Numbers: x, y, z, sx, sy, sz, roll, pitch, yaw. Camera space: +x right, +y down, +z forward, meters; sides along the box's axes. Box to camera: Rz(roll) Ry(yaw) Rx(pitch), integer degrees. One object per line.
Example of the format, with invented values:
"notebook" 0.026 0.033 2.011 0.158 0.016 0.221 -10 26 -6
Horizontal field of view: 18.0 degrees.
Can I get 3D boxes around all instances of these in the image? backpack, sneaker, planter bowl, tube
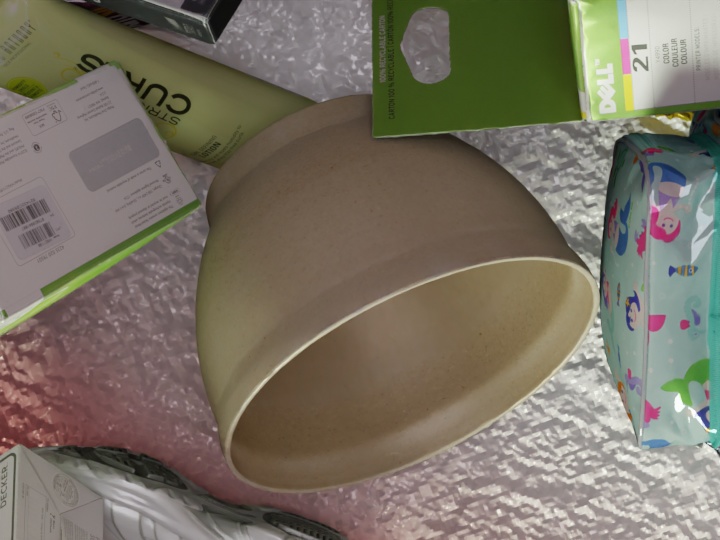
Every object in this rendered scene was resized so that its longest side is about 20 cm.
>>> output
"backpack" 0.191 0.000 1.101 0.149 0.200 0.179 2 107 6
"sneaker" -0.100 0.156 1.172 0.199 0.078 0.100 22 95 2
"planter bowl" 0.000 0.000 1.122 0.199 0.200 0.135 -28 64 1
"tube" -0.109 -0.090 1.128 0.199 0.052 0.058 20 101 -35

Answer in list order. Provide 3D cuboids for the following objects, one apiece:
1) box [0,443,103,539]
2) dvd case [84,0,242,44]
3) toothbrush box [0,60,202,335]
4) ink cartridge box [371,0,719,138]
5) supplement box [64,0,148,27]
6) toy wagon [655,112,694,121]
"box" -0.217 0.187 1.118 0.199 0.117 0.060 -33 130 23
"dvd case" -0.121 -0.197 1.069 0.199 0.025 0.151 20 65 21
"toothbrush box" -0.197 -0.004 1.089 0.199 0.145 0.087 -28 94 41
"ink cartridge box" 0.099 -0.142 1.084 0.198 0.148 0.076 -6 132 5
"supplement box" -0.087 -0.180 1.146 0.198 0.110 0.086 -14 89 2
"toy wagon" 0.184 -0.177 1.177 0.154 0.040 0.202 13 91 1
